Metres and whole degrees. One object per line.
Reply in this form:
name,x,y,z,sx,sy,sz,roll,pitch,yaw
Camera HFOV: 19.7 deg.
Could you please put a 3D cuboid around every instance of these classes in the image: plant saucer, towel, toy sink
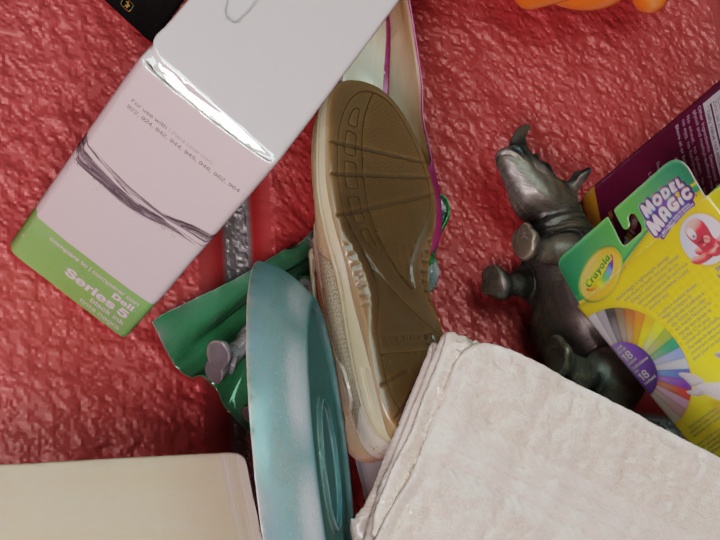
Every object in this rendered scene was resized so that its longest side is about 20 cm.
plant saucer,-0.025,0.094,0.987,0.027,0.200,0.202,-8,64,5
towel,0.101,0.126,1.042,0.199,0.034,0.133,28,77,-13
toy sink,-0.157,0.154,0.945,0.199,0.130,0.113,-1,65,-29

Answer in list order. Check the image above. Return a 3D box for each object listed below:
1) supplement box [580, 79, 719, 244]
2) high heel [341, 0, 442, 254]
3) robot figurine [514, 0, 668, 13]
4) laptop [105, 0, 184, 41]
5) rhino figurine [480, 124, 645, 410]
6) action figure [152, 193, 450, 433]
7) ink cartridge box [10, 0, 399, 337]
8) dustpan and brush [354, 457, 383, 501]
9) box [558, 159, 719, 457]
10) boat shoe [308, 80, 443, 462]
supplement box,0.243,-0.041,1.236,0.130,0.200,0.104,4,63,-29
high heel,0.017,-0.101,1.169,0.067,0.096,0.201,8,43,-21
robot figurine,0.161,-0.247,1.354,0.143,0.117,0.200,34,52,9
laptop,-0.176,-0.209,1.097,0.200,0.177,0.103,42,52,-4
rhino figurine,0.117,0.002,1.228,0.087,0.060,0.201,11,58,-40
action figure,-0.010,0.013,1.156,0.118,0.055,0.200,48,49,-1
ink cartridge box,-0.082,-0.077,1.066,0.084,0.200,0.146,39,52,-6
dustpan and brush,0.083,0.131,1.152,0.199,0.057,0.141,-8,78,-26
box,0.209,0.039,1.147,0.200,0.117,0.048,50,40,4
boat shoe,0.000,0.000,1.090,0.072,0.065,0.202,1,72,-37
